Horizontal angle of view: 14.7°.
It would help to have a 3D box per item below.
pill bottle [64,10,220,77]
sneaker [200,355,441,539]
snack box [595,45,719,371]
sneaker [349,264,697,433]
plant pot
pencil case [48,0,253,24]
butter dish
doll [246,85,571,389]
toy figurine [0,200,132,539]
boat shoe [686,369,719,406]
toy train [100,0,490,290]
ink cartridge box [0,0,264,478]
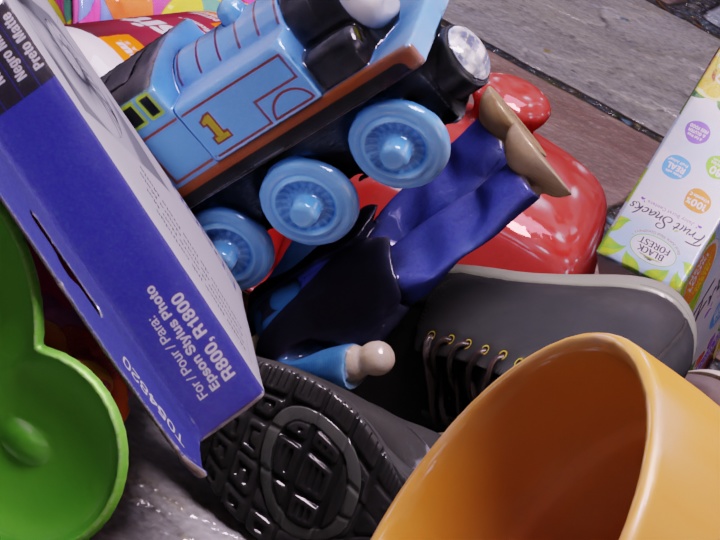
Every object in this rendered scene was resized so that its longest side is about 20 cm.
[{"bbox_3d":[-0.127,-0.069,1.397,0.113,0.113,0.200,33,24,23],"label":"pill bottle"},{"bbox_3d":[0.013,0.098,1.233,0.200,0.076,0.091,31,12,1],"label":"sneaker"},{"bbox_3d":[0.180,-0.023,1.445,0.053,0.142,0.200,27,-14,16],"label":"snack box"},{"bbox_3d":[0.049,0.045,1.277,0.199,0.075,0.106,-7,17,18],"label":"sneaker"},{"bbox_3d":[0.112,0.155,1.052,0.183,0.200,0.200,34,18,-20],"label":"plant pot"},{"bbox_3d":[-0.109,-0.134,1.608,0.200,0.089,0.088,8,26,-36],"label":"pencil case"},{"bbox_3d":[0.055,-0.033,1.451,0.200,0.148,0.199,24,21,2],"label":"butter dish"},{"bbox_3d":[0.000,0.000,1.285,0.048,0.200,0.137,47,8,-31],"label":"doll"},{"bbox_3d":[-0.148,0.025,1.161,0.200,0.150,0.184,37,14,10],"label":"toy figurine"},{"bbox_3d":[0.174,0.103,1.365,0.059,0.072,0.200,-2,24,-19],"label":"boat shoe"},{"bbox_3d":[-0.038,-0.072,1.259,0.114,0.200,0.087,47,33,-20],"label":"toy train"},{"bbox_3d":[-0.108,-0.031,1.145,0.200,0.041,0.200,57,4,-17],"label":"ink cartridge box"}]
